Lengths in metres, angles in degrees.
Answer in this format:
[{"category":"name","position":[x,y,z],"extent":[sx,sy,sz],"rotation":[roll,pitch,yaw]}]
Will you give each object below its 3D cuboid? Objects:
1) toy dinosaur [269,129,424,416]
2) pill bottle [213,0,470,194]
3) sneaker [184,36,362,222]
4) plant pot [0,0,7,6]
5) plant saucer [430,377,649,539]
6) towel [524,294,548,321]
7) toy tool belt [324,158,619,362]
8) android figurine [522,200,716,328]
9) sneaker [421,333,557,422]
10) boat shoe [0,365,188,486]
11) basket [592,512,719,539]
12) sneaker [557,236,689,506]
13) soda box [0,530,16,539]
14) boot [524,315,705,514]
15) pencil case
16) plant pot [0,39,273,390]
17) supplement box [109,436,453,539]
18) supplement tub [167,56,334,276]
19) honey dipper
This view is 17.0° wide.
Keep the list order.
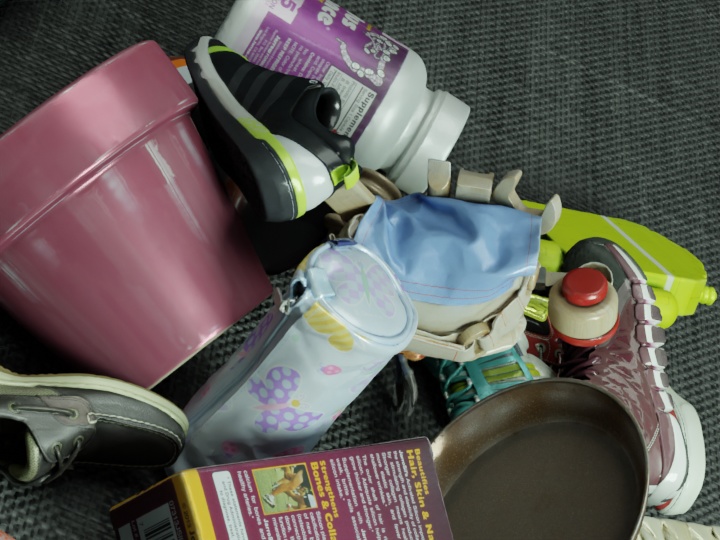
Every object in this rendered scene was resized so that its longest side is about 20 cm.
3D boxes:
[{"category":"toy dinosaur","position":[0.000,0.000,1.674],"extent":[0.181,0.202,0.105],"rotation":[6,2,44]},{"category":"pill bottle","position":[-0.020,-0.142,1.857],"extent":[0.199,0.113,0.113],"rotation":[30,36,-6]},{"category":"sneaker","position":[-0.053,-0.095,1.562],"extent":[0.082,0.072,0.200],"rotation":[-22,39,-10]},{"category":"plant pot","position":[-0.269,-0.300,1.785],"extent":[0.200,0.201,0.196],"rotation":[34,43,0]},{"category":"plant saucer","position":[0.105,0.162,1.563],"extent":[0.032,0.199,0.201],"rotation":[44,25,-39]},{"category":"towel","position":[0.075,-0.006,1.771],"extent":[0.086,0.018,0.200],"rotation":[25,5,-16]},{"category":"toy tool belt","position":[0.071,-0.010,1.563],"extent":[0.198,0.123,0.125],"rotation":[3,43,4]},{"category":"android figurine","position":[0.187,-0.007,1.881],"extent":[0.199,0.041,0.182],"rotation":[11,19,-29]},{"category":"sneaker","position":[0.089,0.083,1.724],"extent":[0.200,0.078,0.080],"rotation":[44,45,12]},{"category":"boat shoe","position":[-0.202,0.101,1.476],"extent":[0.198,0.073,0.065],"rotation":[10,46,-16]},{"category":"basket","position":[0.198,0.267,1.553],"extent":[0.135,0.124,0.201],"rotation":[11,41,-31]},{"category":"sneaker","position":[0.154,0.068,1.682],"extent":[0.115,0.076,0.201],"rotation":[0,64,-34]},{"category":"soda box","position":[-0.185,0.212,1.357],"extent":[0.199,0.069,0.064],"rotation":[34,36,0]},{"category":"boot","position":[0.165,0.096,1.772],"extent":[0.143,0.073,0.201],"rotation":[13,33,-26]},{"category":"pencil case","position":[-0.048,0.070,1.519],"extent":[0.090,0.200,0.083],"rotation":[-9,58,-46]},{"category":"plant pot","position":[-0.158,-0.019,1.557],"extent":[0.179,0.200,0.200],"rotation":[52,36,-2]},{"category":"supplement box","position":[-0.041,0.175,1.474],"extent":[0.199,0.085,0.111],"rotation":[-4,73,-41]},{"category":"supplement tub","position":[-0.111,-0.084,1.696],"extent":[0.106,0.108,0.200],"rotation":[-8,33,-43]},{"category":"honey dipper","position":[-0.039,0.020,1.634],"extent":[0.038,0.038,0.201],"rotation":[33,75,-1]}]
